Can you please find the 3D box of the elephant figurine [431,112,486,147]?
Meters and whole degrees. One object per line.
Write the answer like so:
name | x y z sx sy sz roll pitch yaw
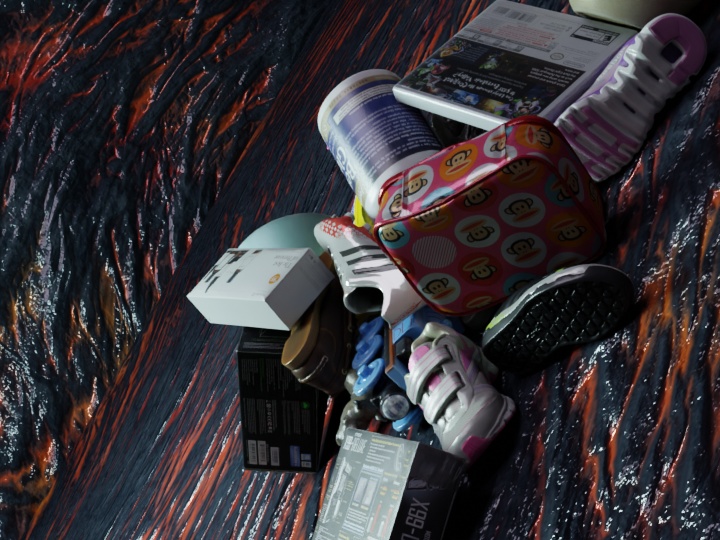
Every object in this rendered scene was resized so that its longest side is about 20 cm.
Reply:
elephant figurine | 0.141 -0.153 1.577 0.141 0.155 0.200 -44 2 8

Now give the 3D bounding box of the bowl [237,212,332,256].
bowl | -0.070 0.039 1.823 0.201 0.200 0.105 -50 35 20

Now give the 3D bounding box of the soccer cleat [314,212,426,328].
soccer cleat | 0.000 0.000 1.485 0.085 0.069 0.199 -47 41 -13

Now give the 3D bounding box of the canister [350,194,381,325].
canister | 0.023 -0.029 1.663 0.201 0.086 0.150 107 169 -49

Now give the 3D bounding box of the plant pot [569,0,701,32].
plant pot | 0.282 -0.319 1.452 0.200 0.198 0.136 -128 55 -76

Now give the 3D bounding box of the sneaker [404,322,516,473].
sneaker | 0.081 0.112 1.295 0.082 0.088 0.200 -52 15 13

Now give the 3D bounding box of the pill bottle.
pill bottle | 0.040 -0.113 1.528 0.111 0.110 0.201 -48 54 27

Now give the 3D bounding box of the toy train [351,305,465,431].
toy train | 0.052 0.082 1.473 0.114 0.087 0.200 -45 15 16

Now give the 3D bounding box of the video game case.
video game case | 0.162 -0.213 1.477 0.182 0.023 0.199 -41 42 -24

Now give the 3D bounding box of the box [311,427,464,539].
box | 0.014 0.228 1.261 0.200 0.049 0.159 -10 61 71

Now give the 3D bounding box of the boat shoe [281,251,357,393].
boat shoe | -0.038 0.057 1.551 0.070 0.070 0.201 -44 21 34

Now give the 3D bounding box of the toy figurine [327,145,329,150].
toy figurine | 0.037 -0.153 1.855 0.151 0.183 0.200 -53 15 7

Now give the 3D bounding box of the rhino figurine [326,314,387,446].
rhino figurine | 0.004 0.125 1.585 0.087 0.060 0.201 -40 23 34

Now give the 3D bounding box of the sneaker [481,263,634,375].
sneaker | 0.170 0.022 1.239 0.200 0.071 0.083 -35 23 55

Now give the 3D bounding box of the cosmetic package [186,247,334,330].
cosmetic package | -0.116 0.018 1.584 0.083 0.051 0.199 -52 24 -21

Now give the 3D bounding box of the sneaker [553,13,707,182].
sneaker | 0.256 -0.167 1.394 0.200 0.080 0.089 -48 8 10

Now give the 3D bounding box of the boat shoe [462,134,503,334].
boat shoe | 0.128 -0.038 1.438 0.074 0.063 0.204 4 83 66

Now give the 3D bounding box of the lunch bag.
lunch bag | 0.129 -0.038 1.322 0.199 0.176 0.082 -23 36 26

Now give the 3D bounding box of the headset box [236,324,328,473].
headset box | -0.086 0.110 1.682 0.201 0.092 0.176 -81 -7 -58
